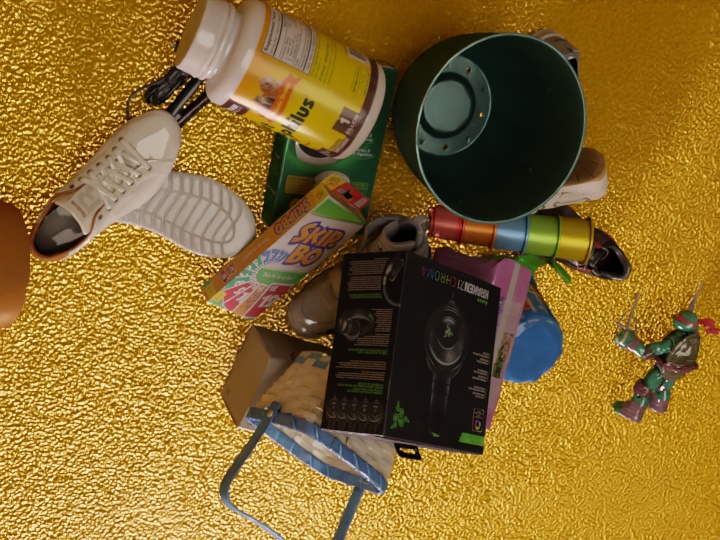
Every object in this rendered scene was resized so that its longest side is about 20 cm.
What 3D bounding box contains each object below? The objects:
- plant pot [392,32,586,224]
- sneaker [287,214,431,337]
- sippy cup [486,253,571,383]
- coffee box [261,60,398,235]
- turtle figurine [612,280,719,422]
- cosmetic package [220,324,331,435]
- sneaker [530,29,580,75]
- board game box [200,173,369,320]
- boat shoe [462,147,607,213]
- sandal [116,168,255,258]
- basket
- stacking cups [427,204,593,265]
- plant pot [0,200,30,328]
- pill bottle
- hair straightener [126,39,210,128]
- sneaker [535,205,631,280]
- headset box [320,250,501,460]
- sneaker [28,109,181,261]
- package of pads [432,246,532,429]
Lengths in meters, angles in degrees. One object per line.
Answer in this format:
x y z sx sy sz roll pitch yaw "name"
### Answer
0.126 -0.171 1.134 0.198 0.161 0.204 -6 110 -17 "plant pot"
0.000 0.000 1.182 0.198 0.076 0.115 -31 163 -13 "sneaker"
0.187 0.070 1.283 0.138 0.131 0.180 -2 118 -20 "sippy cup"
-0.036 -0.143 1.150 0.121 0.044 0.203 2 112 -24 "coffee box"
0.430 0.114 1.439 0.148 0.101 0.202 3 117 -24 "turtle figurine"
-0.057 0.153 1.245 0.198 0.087 0.104 18 105 -28 "cosmetic package"
0.223 -0.182 1.222 0.074 0.082 0.203 -10 116 -19 "sneaker"
-0.078 -0.024 1.134 0.200 0.030 0.095 -42 150 11 "board game box"
0.197 -0.097 1.216 0.197 0.072 0.070 0 147 22 "boat shoe"
-0.208 -0.075 1.104 0.200 0.050 0.083 19 100 -14 "sandal"
-0.049 0.208 1.127 0.176 0.138 0.201 47 59 -32 "basket"
0.183 -0.052 1.241 0.197 0.061 0.061 9 110 -3 "stacking cups"
-0.426 -0.008 0.969 0.182 0.200 0.203 2 112 -41 "plant pot"
-0.081 -0.198 1.021 0.198 0.109 0.110 22 102 -23 "pill bottle"
-0.180 -0.208 1.068 0.199 0.041 0.077 -40 121 3 "hair straightener"
0.274 -0.038 1.307 0.198 0.082 0.078 18 105 -27 "sneaker"
0.056 0.098 1.083 0.173 0.092 0.203 20 74 -45 "headset box"
-0.256 -0.079 1.027 0.073 0.085 0.200 43 93 -12 "sneaker"
0.121 0.078 1.209 0.075 0.120 0.203 17 87 -37 "package of pads"
